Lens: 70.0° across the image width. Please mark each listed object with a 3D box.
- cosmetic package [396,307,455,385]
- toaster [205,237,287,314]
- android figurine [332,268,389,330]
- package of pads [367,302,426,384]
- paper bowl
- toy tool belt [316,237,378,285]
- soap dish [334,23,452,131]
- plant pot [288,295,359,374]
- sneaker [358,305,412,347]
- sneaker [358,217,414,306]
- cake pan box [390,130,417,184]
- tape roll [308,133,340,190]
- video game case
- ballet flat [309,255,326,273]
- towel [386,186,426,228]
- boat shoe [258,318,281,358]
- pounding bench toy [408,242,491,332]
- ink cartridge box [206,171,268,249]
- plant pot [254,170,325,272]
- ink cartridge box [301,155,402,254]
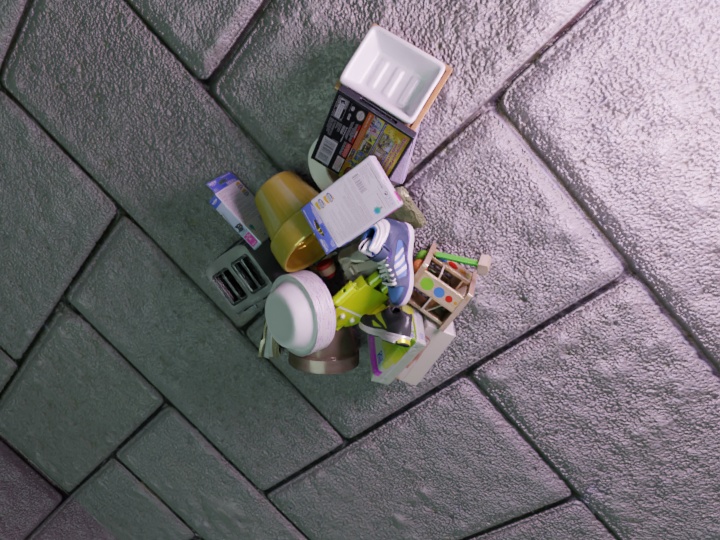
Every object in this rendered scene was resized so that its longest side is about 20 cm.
[{"bbox_3d":[0.155,0.191,1.348,0.086,0.104,0.202,22,121,-16],"label":"cosmetic package"},{"bbox_3d":[-0.306,-0.002,1.420,0.179,0.119,0.202,-28,103,28],"label":"toaster"},{"bbox_3d":[-0.006,0.080,1.284,0.199,0.181,0.041,-40,56,13],"label":"android figurine"},{"bbox_3d":[0.089,0.171,1.313,0.067,0.156,0.201,18,133,-21],"label":"package of pads"},{"bbox_3d":[-0.157,0.108,1.253,0.199,0.103,0.205,15,111,44],"label":"paper bowl"},{"bbox_3d":[0.000,0.000,1.305,0.197,0.125,0.124,-25,113,8],"label":"toy tool belt"},{"bbox_3d":[0.068,-0.394,1.073,0.198,0.081,0.159,33,90,9],"label":"soap dish"},{"bbox_3d":[-0.099,0.164,1.404,0.196,0.200,0.178,4,100,17],"label":"plant pot"},{"bbox_3d":[0.067,0.124,1.227,0.074,0.199,0.086,21,86,-31],"label":"sneaker"},{"bbox_3d":[0.048,-0.018,1.177,0.080,0.144,0.205,10,97,54],"label":"sneaker"},{"bbox_3d":[0.040,-0.316,1.182,0.181,0.052,0.203,20,120,12],"label":"cake pan box"},{"bbox_3d":[-0.027,-0.239,1.194,0.199,0.037,0.205,17,139,15],"label":"tape roll"},{"bbox_3d":[0.001,-0.265,1.097,0.179,0.026,0.201,31,142,-3],"label":"video game case"},{"bbox_3d":[-0.168,-0.065,1.375,0.200,0.069,0.063,46,151,-3],"label":"ballet flat"},{"bbox_3d":[0.065,-0.135,1.198,0.145,0.200,0.037,-7,73,20],"label":"towel"},{"bbox_3d":[-0.253,0.171,1.520,0.067,0.075,0.203,11,118,-9],"label":"boat shoe"},{"bbox_3d":[0.200,0.007,1.239,0.155,0.124,0.201,34,121,1],"label":"pounding bench toy"},{"bbox_3d":[-0.309,-0.159,1.343,0.042,0.120,0.201,-36,100,32],"label":"ink cartridge box"},{"bbox_3d":[-0.157,-0.132,1.265,0.201,0.199,0.190,-46,73,31],"label":"plant pot"},{"bbox_3d":[-0.021,-0.137,1.100,0.198,0.042,0.121,-33,88,20],"label":"ink cartridge box"}]
